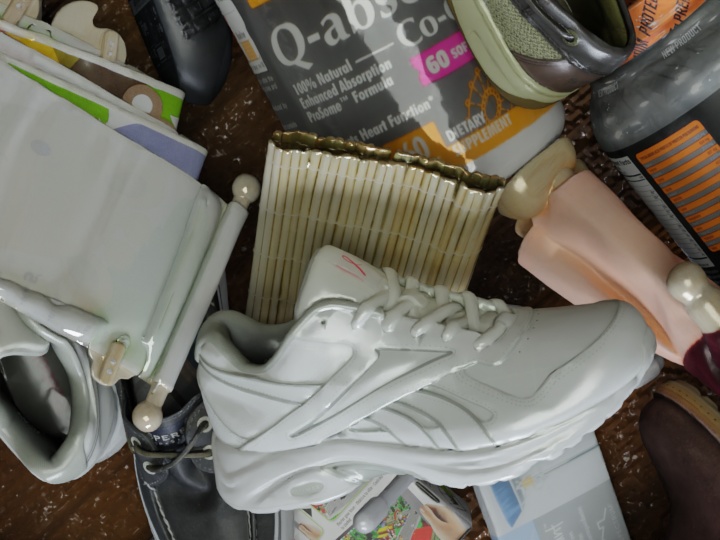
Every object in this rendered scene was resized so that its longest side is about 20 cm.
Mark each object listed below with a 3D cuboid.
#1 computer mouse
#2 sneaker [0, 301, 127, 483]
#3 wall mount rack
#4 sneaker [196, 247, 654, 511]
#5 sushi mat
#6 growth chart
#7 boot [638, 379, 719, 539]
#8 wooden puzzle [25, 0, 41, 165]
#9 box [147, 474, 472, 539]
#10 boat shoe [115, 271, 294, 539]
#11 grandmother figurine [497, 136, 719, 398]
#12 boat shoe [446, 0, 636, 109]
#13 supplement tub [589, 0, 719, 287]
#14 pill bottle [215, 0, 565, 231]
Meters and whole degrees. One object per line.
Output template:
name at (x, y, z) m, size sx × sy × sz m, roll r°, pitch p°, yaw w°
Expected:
computer mouse at (-0.100, -0.170, 0.902) m, size 0.034 × 0.059 × 0.201 m, roll -22°, pitch 97°, yaw -14°
sneaker at (-0.164, 0.007, 0.908) m, size 0.078 × 0.099 × 0.200 m, roll -31°, pitch 99°, yaw 5°
wall mount rack at (0.078, 0.124, 0.925) m, size 0.173 × 0.075 × 0.201 m, roll -25°, pitch 103°, yaw -20°
sneaker at (0.017, 0.034, 0.821) m, size 0.199 × 0.078 × 0.100 m, roll -14°, pitch 109°, yaw 18°
sushi mat at (0.000, 0.000, 0.877) m, size 0.095 × 0.200 × 0.012 m, roll 12°, pitch 63°, yaw -1°
growth chart at (-0.132, -0.044, 0.856) m, size 0.200 × 0.018 × 0.145 m, roll 36°, pitch 67°, yaw -20°
boot at (0.125, 0.166, 0.874) m, size 0.166 × 0.072 × 0.201 m, roll -27°, pitch 81°, yaw -5°
wooden puzzle at (-0.239, -0.120, 0.879) m, size 0.199 × 0.046 × 0.186 m, roll -2°, pitch 79°, yaw 1°
box at (-0.052, 0.156, 0.970) m, size 0.110 × 0.035 × 0.200 m, roll 41°, pitch 98°, yaw -7°
boat shoe at (-0.080, 0.060, 0.911) m, size 0.070 × 0.066 × 0.201 m, roll -10°, pitch 86°, yaw 15°
grandmother figurine at (0.147, 0.030, 0.850) m, size 0.200 × 0.121 × 0.061 m, roll 44°, pitch 100°, yaw 21°
boat shoe at (0.051, -0.164, 0.810) m, size 0.065 × 0.073 × 0.200 m, roll -18°, pitch 108°, yaw 45°
supplement tub at (0.185, -0.052, 0.889) m, size 0.122 × 0.123 × 0.200 m, roll -38°, pitch 99°, yaw 6°
pill bottle at (-0.003, -0.124, 0.877) m, size 0.116 × 0.116 × 0.200 m, roll -28°, pitch 100°, yaw 5°
